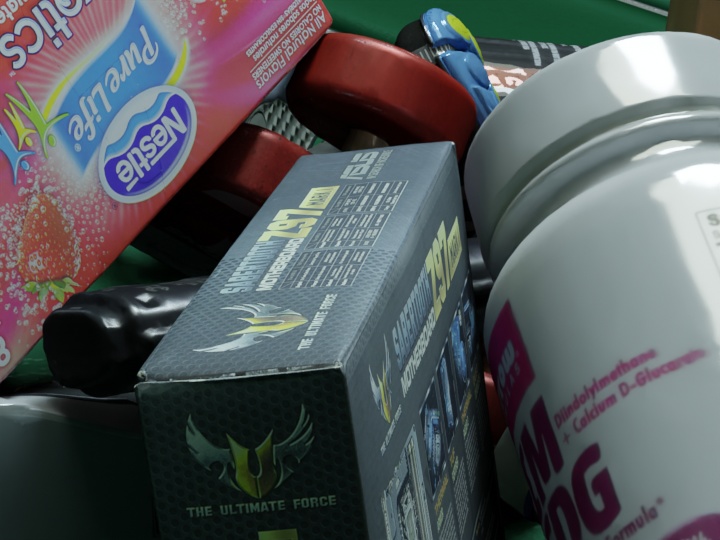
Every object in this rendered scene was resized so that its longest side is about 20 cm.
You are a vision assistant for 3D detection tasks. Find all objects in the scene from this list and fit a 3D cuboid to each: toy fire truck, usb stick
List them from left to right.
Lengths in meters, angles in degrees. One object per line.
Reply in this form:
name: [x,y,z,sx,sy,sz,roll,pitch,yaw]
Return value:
usb stick: [-0.001,0.011,0.701,0.199,0.033,0.055,-8,3,-34]
toy fire truck: [0.000,0.000,0.838,0.199,0.113,0.168,28,-14,-28]

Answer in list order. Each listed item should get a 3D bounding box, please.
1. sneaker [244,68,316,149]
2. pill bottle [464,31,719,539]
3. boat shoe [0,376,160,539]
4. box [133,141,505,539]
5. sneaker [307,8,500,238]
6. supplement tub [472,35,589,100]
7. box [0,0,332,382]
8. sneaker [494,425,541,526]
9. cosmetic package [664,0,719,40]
sneaker: [-0.104,-0.063,1.086,0.145,0.077,0.203,1,25,12]
pill bottle: [0.098,0.041,0.607,0.113,0.114,0.201,0,51,-21]
boat shoe: [-0.081,0.061,0.704,0.198,0.074,0.068,-11,16,-29]
box: [0.000,0.067,0.571,0.051,0.159,0.200,-5,16,10]
sneaker: [0.013,-0.032,0.915,0.082,0.200,0.071,-12,67,-15]
supplement tub: [0.124,-0.051,1.068,0.198,0.108,0.107,5,18,-6]
box: [-0.113,-0.054,0.728,0.099,0.096,0.200,-10,31,45]
sneaker: [0.147,0.062,0.734,0.146,0.081,0.200,36,40,20]
cosmetic package: [0.212,-0.120,1.159,0.104,0.202,0.071,4,19,-4]
